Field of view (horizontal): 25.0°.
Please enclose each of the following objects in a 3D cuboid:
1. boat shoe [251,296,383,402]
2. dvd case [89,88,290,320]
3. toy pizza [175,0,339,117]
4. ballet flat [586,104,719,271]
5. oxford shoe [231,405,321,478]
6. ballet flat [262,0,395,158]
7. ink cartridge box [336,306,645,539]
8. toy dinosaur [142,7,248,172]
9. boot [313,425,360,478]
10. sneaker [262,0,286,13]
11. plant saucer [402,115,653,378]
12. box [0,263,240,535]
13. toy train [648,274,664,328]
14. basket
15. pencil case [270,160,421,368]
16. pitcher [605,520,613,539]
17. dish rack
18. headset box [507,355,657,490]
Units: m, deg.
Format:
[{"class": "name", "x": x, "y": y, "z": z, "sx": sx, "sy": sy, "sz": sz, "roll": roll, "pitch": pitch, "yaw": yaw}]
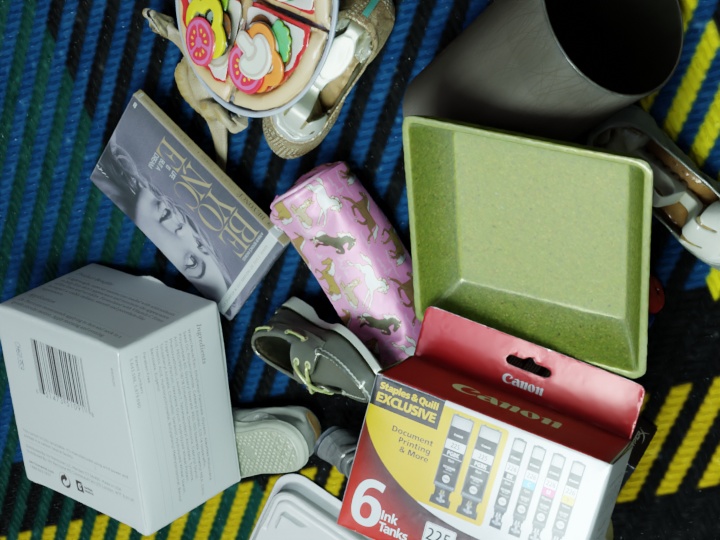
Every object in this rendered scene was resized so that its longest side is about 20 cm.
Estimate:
[{"class": "boat shoe", "x": -0.037, "y": 0.082, "z": 1.478, "sx": 0.201, "sy": 0.060, "sz": 0.073, "roll": 28, "pitch": 150, "yaw": 59}, {"class": "dvd case", "x": -0.166, "y": -0.059, "z": 1.547, "sx": 0.200, "sy": 0.016, "sz": 0.149, "roll": 44, "pitch": 141, "yaw": 3}, {"class": "toy pizza", "x": -0.096, "y": -0.230, "z": 1.367, "sx": 0.199, "sy": 0.032, "sz": 0.203, "roll": 8, "pitch": 102, "yaw": 42}, {"class": "ballet flat", "x": 0.261, "y": -0.053, "z": 1.320, "sx": 0.200, "sy": 0.064, "sz": 0.067, "roll": 44, "pitch": 125, "yaw": 3}, {"class": "oxford shoe", "x": -0.111, "y": 0.166, "z": 1.626, "sx": 0.199, "sy": 0.058, "sz": 0.076, "roll": -5, "pitch": 113, "yaw": 45}, {"class": "ballet flat", "x": -0.039, "y": -0.166, "z": 1.423, "sx": 0.070, "sy": 0.065, "sz": 0.201, "roll": 32, "pitch": 126, "yaw": -2}, {"class": "ink cartridge box", "x": 0.102, "y": 0.145, "z": 1.271, "sx": 0.198, "sy": 0.084, "sz": 0.178, "roll": 19, "pitch": 104, "yaw": 18}, {"class": "toy dinosaur", "x": -0.133, "y": -0.158, "z": 1.497, "sx": 0.100, "sy": 0.058, "sz": 0.202, "roll": 4, "pitch": 121, "yaw": 44}, {"class": "boot", "x": 0.052, "y": 0.215, "z": 1.546, "sx": 0.070, "sy": 0.132, "sz": 0.200, "roll": -49, "pitch": 130, "yaw": -1}, {"class": "sneaker", "x": -0.048, "y": -0.282, "z": 1.384, "sx": 0.085, "sy": 0.077, "sz": 0.201, "roll": 44, "pitch": 123, "yaw": 23}, {"class": "plant saucer", "x": 0.136, "y": -0.028, "z": 1.254, "sx": 0.198, "sy": 0.048, "sz": 0.202, "roll": 14, "pitch": 130, "yaw": 24}, {"class": "box", "x": -0.236, "y": 0.121, "z": 1.592, "sx": 0.197, "sy": 0.130, "sz": 0.203, "roll": 15, "pitch": 121, "yaw": 41}, {"class": "toy train", "x": 0.169, "y": -0.017, "z": 1.353, "sx": 0.084, "sy": 0.116, "sz": 0.202, "roll": -23, "pitch": 101, "yaw": 33}, {"class": "basket", "x": 0.134, "y": -0.156, "z": 1.288, "sx": 0.136, "sy": 0.181, "sz": 0.199, "roll": 47, "pitch": 135, "yaw": -8}, {"class": "pencil case", "x": 0.000, "y": 0.000, "z": 1.472, "sx": 0.201, "sy": 0.083, "sz": 0.086, "roll": 57, "pitch": 149, "yaw": -6}, {"class": "pitcher", "x": 0.100, "y": 0.206, "z": 1.388, "sx": 0.198, "sy": 0.121, "sz": 0.173, "roll": -24, "pitch": 88, "yaw": 17}, {"class": "dish rack", "x": -0.033, "y": 0.320, "z": 1.660, "sx": 0.199, "sy": 0.044, "sz": 0.173, "roll": 33, "pitch": 124, "yaw": 12}, {"class": "headset box", "x": 0.143, "y": 0.153, "z": 1.470, "sx": 0.199, "sy": 0.075, "sz": 0.149, "roll": 35, "pitch": 124, "yaw": 9}]
